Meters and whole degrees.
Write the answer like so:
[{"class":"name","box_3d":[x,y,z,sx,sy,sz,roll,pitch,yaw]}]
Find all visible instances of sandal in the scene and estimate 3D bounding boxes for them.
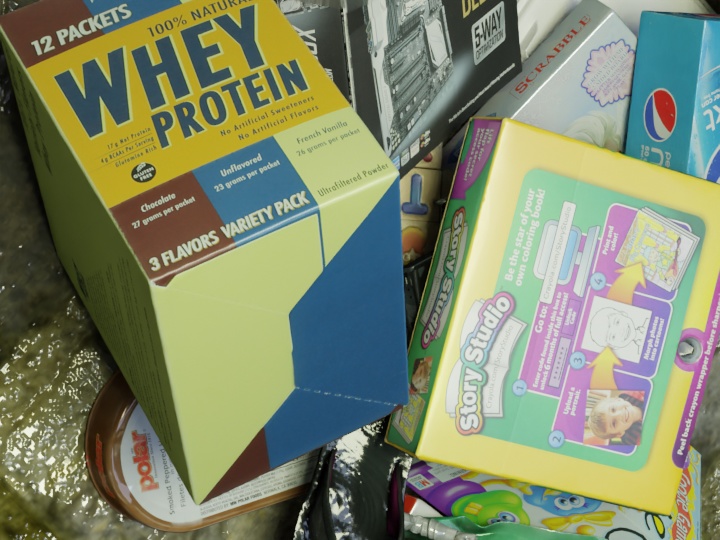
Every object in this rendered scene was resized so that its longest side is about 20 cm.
[{"class":"sandal","box_3d":[-0.002,0.143,1.129,0.075,0.048,0.202,7,87,-7]}]

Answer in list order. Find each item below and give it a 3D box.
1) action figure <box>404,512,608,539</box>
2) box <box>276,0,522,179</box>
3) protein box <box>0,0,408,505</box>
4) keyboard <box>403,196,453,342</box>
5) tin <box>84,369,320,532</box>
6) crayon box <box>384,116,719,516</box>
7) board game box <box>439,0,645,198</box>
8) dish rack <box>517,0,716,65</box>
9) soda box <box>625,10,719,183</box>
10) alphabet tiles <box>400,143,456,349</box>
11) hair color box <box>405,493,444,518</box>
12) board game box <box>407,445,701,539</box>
[{"class":"action figure","box_3d":[0.051,0.195,1.182,0.199,0.055,0.119,20,84,-10]},{"class":"box","box_3d":[0.027,-0.152,1.112,0.200,0.050,0.159,-43,137,-45]},{"class":"protein box","box_3d":[-0.080,-0.028,1.000,0.134,0.200,0.199,-24,144,-15]},{"class":"keyboard","box_3d":[0.092,-0.019,1.181,0.199,0.039,0.105,-27,119,-37]},{"class":"tin","box_3d":[-0.075,0.094,1.175,0.199,0.042,0.113,-15,102,-30]},{"class":"crayon box","box_3d":[0.124,0.028,1.113,0.172,0.058,0.201,15,90,-19]},{"class":"board game box","box_3d":[0.148,-0.044,1.258,0.200,0.041,0.199,-47,120,3]},{"class":"dish rack","box_3d":[0.173,-0.151,1.289,0.200,0.043,0.172,42,75,-31]},{"class":"soda box","box_3d":[0.212,-0.062,1.202,0.064,0.068,0.201,-2,103,-29]},{"class":"alphabet tiles","box_3d":[0.000,0.000,1.166,0.165,0.006,0.202,4,86,-17]},{"class":"hair color box","box_3d":[0.060,0.242,1.269,0.200,0.064,0.111,40,76,-28]},{"class":"board game box","box_3d":[0.129,0.130,1.249,0.200,0.105,0.103,39,41,-31]}]
